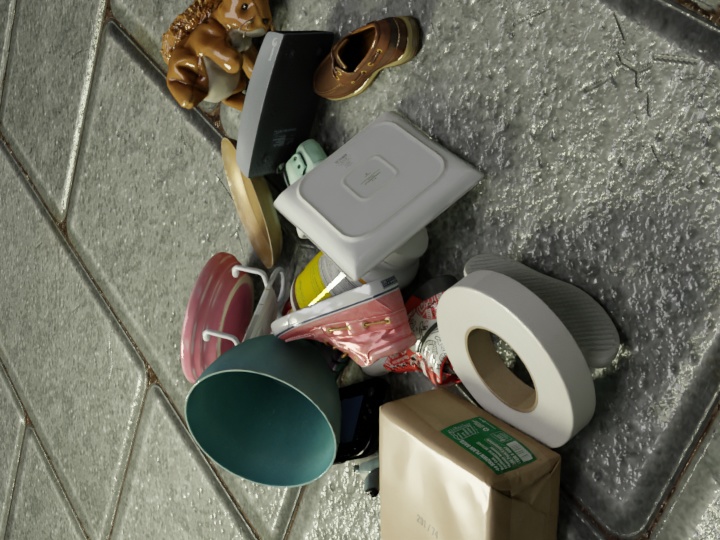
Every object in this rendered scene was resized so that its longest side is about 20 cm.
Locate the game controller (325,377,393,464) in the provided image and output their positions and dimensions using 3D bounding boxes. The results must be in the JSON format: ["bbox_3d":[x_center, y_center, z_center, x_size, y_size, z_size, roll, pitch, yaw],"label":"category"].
[{"bbox_3d":[-0.023,0.201,1.389,0.200,0.042,0.105,-26,36,57],"label":"game controller"}]

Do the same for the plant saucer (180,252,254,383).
[{"bbox_3d":[-0.208,0.075,1.594,0.050,0.201,0.202,12,105,11],"label":"plant saucer"}]

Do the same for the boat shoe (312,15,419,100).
[{"bbox_3d":[-0.009,-0.276,1.369,0.200,0.067,0.073,-20,76,52],"label":"boat shoe"}]

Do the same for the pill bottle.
[{"bbox_3d":[0.000,0.000,1.338,0.200,0.109,0.110,-44,58,45],"label":"pill bottle"}]

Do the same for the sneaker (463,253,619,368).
[{"bbox_3d":[0.193,0.055,1.130,0.200,0.074,0.082,38,152,40],"label":"sneaker"}]

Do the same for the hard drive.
[{"bbox_3d":[-0.106,-0.230,1.446,0.042,0.135,0.201,28,115,24],"label":"hard drive"}]

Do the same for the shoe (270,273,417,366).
[{"bbox_3d":[-0.022,0.075,1.268,0.199,0.071,0.092,-22,90,39],"label":"shoe"}]

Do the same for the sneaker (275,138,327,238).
[{"bbox_3d":[-0.046,-0.134,1.419,0.200,0.073,0.119,-37,69,51],"label":"sneaker"}]

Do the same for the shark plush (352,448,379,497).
[{"bbox_3d":[0.039,0.236,1.369,0.084,0.090,0.200,-67,19,2],"label":"shark plush"}]

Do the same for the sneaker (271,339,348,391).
[{"bbox_3d":[-0.074,0.125,1.464,0.074,0.087,0.201,40,123,42],"label":"sneaker"}]

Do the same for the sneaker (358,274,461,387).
[{"bbox_3d":[0.069,0.104,1.286,0.201,0.067,0.108,-49,52,40],"label":"sneaker"}]

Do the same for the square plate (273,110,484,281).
[{"bbox_3d":[0.014,-0.102,1.270,0.198,0.200,0.029,43,167,43],"label":"square plate"}]

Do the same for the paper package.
[{"bbox_3d":[0.114,0.253,1.175,0.200,0.103,0.192,29,128,50],"label":"paper package"}]

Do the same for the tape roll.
[{"bbox_3d":[0.158,0.094,1.111,0.203,0.037,0.203,42,153,28],"label":"tape roll"}]

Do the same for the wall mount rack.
[{"bbox_3d":[-0.165,0.092,1.529,0.174,0.074,0.201,81,-156,-52],"label":"wall mount rack"}]

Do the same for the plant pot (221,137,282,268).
[{"bbox_3d":[-0.155,-0.101,1.555,0.200,0.027,0.201,160,90,-76],"label":"plant pot"}]

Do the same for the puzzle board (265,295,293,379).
[{"bbox_3d":[-0.109,0.084,1.496,0.200,0.017,0.151,-55,13,40],"label":"puzzle board"}]

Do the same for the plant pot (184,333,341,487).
[{"bbox_3d":[-0.108,0.159,1.366,0.200,0.199,0.135,-54,8,40],"label":"plant pot"}]

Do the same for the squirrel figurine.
[{"bbox_3d":[-0.213,-0.360,1.590,0.200,0.141,0.187,51,124,36],"label":"squirrel figurine"}]
